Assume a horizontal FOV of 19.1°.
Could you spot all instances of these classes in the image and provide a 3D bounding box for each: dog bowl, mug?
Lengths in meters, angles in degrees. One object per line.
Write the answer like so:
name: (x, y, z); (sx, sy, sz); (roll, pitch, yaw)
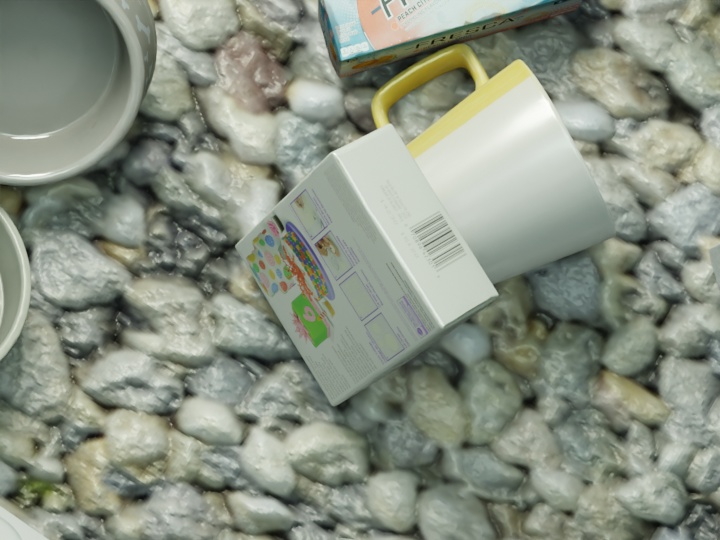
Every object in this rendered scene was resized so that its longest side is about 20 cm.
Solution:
dog bowl: (-0.247, -0.152, 1.572); (0.199, 0.059, 0.201); (-4, 118, -7)
mug: (0.085, -0.062, 1.605); (0.153, 0.187, 0.150); (-30, 118, 3)

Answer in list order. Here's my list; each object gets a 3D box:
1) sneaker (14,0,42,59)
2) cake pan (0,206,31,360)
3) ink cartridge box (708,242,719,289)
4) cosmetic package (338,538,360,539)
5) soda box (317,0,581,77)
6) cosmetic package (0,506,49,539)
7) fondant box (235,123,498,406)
sneaker: (-0.202, -0.247, 1.627); (0.114, 0.073, 0.202); (12, 87, -10)
cake pan: (-0.343, 0.009, 1.568); (0.199, 0.037, 0.201); (9, 60, -17)
ink cartridge box: (0.370, -0.040, 1.568); (0.195, 0.200, 0.044); (-18, 85, -6)
cosmetic package: (0.074, 0.304, 1.552); (0.199, 0.123, 0.201); (6, 83, -4)
soda box: (0.068, -0.209, 1.635); (0.199, 0.068, 0.064); (-17, 85, -4)
cosmetic package: (-0.328, 0.231, 1.518); (0.150, 0.052, 0.200); (33, 44, 2)
fondant box: (0.000, 0.000, 1.542); (0.058, 0.200, 0.145); (-29, 85, -31)
